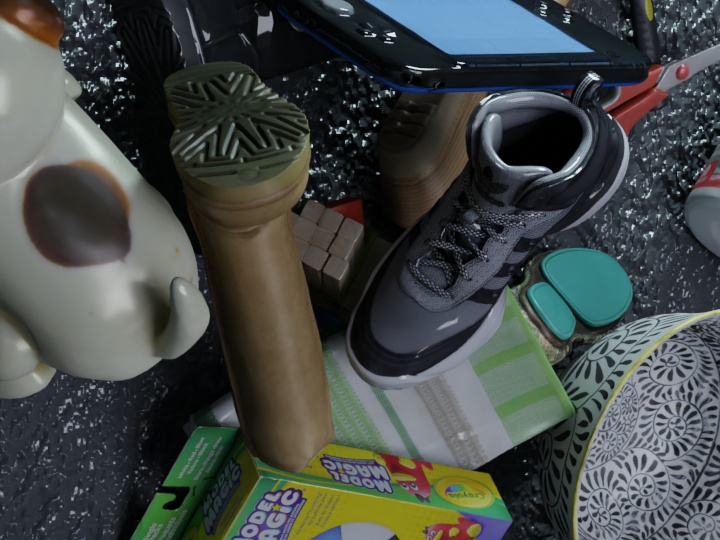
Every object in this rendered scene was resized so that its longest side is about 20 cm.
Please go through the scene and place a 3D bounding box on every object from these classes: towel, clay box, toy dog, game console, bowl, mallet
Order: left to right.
[{"bbox_3d":[-0.170,-0.040,1.053,0.139,0.194,0.200,-38,126,-14],"label":"toy dog"},{"bbox_3d":[-0.026,0.156,1.273,0.199,0.048,0.115,12,122,-31],"label":"clay box"},{"bbox_3d":[0.015,0.087,1.281,0.200,0.031,0.149,-28,135,4],"label":"towel"},{"bbox_3d":[0.053,-0.183,1.202,0.200,0.171,0.119,-6,122,-41],"label":"game console"},{"bbox_3d":[0.174,0.103,1.396,0.200,0.094,0.201,-19,121,-35],"label":"bowl"},{"bbox_3d":[0.186,-0.201,1.447,0.066,0.041,0.200,-38,128,-26],"label":"mallet"}]

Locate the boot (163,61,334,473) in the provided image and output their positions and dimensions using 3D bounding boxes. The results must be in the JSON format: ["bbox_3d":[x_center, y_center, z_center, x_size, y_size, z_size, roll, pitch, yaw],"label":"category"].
[{"bbox_3d":[-0.046,0.011,1.115,0.066,0.175,0.201,-12,114,-3],"label":"boot"}]

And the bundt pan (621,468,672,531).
[{"bbox_3d":[0.208,0.204,1.540,0.201,0.076,0.203,-12,108,-40],"label":"bundt pan"}]

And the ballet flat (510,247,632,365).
[{"bbox_3d":[0.111,0.032,1.399,0.068,0.075,0.200,52,22,5],"label":"ballet flat"}]

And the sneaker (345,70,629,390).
[{"bbox_3d":[0.061,-0.027,1.177,0.200,0.075,0.114,-46,162,-7],"label":"sneaker"}]

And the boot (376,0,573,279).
[{"bbox_3d":[0.083,-0.084,1.374,0.200,0.072,0.167,-53,143,-23],"label":"boot"}]

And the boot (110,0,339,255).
[{"bbox_3d":[-0.035,-0.119,1.247,0.200,0.066,0.165,-30,122,-39],"label":"boot"}]

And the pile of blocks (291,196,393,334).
[{"bbox_3d":[0.000,0.000,1.296,0.062,0.082,0.200,-62,147,-13],"label":"pile of blocks"}]

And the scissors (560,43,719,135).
[{"bbox_3d":[0.200,-0.131,1.461,0.200,0.014,0.073,-37,125,-13],"label":"scissors"}]

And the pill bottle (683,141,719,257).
[{"bbox_3d":[0.317,-0.096,1.540,0.114,0.114,0.200,45,70,-40],"label":"pill bottle"}]
